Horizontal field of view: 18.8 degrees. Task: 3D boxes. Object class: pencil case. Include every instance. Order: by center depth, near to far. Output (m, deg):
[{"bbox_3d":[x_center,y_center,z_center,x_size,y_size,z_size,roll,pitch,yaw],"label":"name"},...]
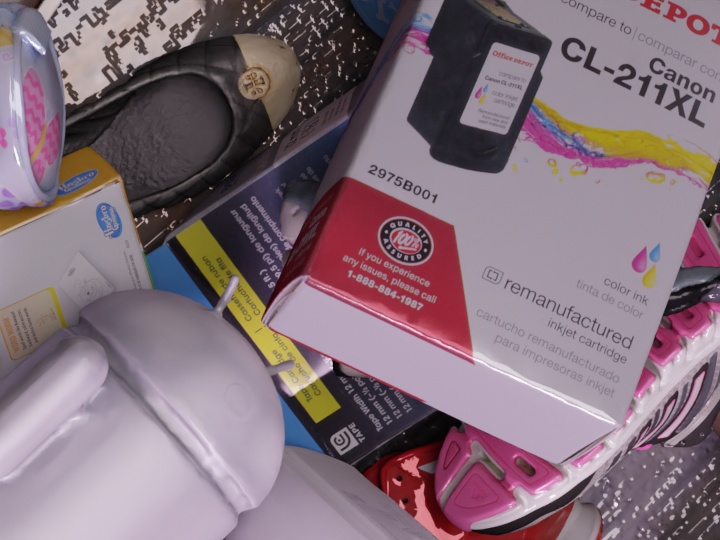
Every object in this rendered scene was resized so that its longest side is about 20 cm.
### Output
[{"bbox_3d":[-0.224,-0.065,0.919,0.199,0.083,0.091,-2,105,6],"label":"pencil case"}]

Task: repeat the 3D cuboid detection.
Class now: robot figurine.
[{"bbox_3d":[-0.113,0.087,0.920,0.200,0.170,0.113,-42,64,-11],"label":"robot figurine"}]

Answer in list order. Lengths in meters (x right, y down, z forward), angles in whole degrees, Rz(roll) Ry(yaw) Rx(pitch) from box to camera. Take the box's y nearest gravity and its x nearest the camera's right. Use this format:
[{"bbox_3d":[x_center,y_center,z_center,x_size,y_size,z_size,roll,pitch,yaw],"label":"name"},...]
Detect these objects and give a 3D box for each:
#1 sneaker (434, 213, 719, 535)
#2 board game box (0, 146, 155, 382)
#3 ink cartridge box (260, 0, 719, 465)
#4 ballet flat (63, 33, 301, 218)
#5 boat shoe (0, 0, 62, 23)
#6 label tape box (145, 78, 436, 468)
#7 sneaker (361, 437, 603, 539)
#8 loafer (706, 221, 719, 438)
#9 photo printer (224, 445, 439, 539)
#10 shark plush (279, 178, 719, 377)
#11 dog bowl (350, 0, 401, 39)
[{"bbox_3d":[0.125,0.064,1.047,0.200,0.074,0.088,-42,142,-8],"label":"sneaker"},{"bbox_3d":[-0.182,0.054,0.962,0.199,0.040,0.154,-25,124,-19],"label":"board game box"},{"bbox_3d":[0.066,-0.043,0.917,0.145,0.083,0.201,25,70,-5],"label":"ink cartridge box"},{"bbox_3d":[-0.110,-0.052,1.011,0.200,0.057,0.067,-30,99,-18],"label":"ballet flat"},{"bbox_3d":[-0.153,-0.151,0.990,0.059,0.072,0.201,32,83,-17],"label":"boat shoe"},{"bbox_3d":[0.000,0.000,1.038,0.200,0.066,0.143,-33,103,17],"label":"label tape box"},{"bbox_3d":[0.021,0.161,1.063,0.115,0.078,0.200,42,65,-7],"label":"sneaker"},{"bbox_3d":[0.203,0.069,1.127,0.071,0.073,0.201,-18,87,-14],"label":"loafer"},{"bbox_3d":[-0.027,0.199,0.975,0.069,0.166,0.201,20,98,-32],"label":"photo printer"},{"bbox_3d":[0.063,0.002,0.966,0.199,0.091,0.084,0,80,10],"label":"shark plush"},{"bbox_3d":[0.090,-0.156,1.048,0.199,0.050,0.112,8,72,1],"label":"dog bowl"}]
